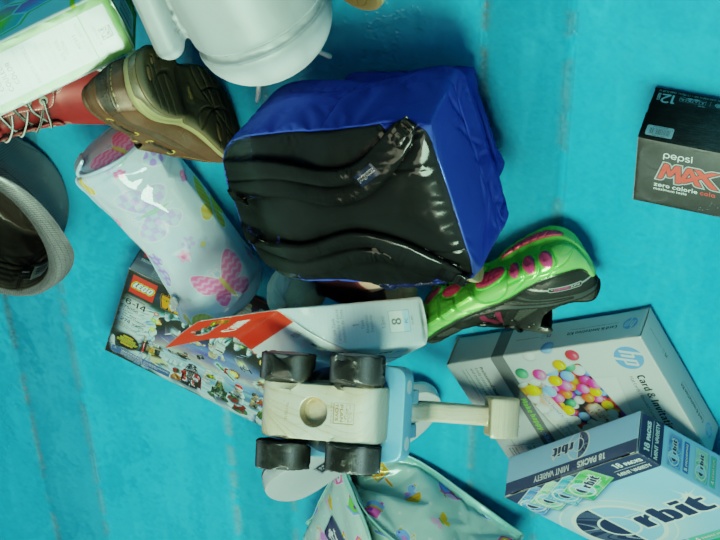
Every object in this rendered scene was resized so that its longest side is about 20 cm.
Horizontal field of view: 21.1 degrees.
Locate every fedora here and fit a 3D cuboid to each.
[{"bbox_3d":[-0.339,-0.068,1.782,0.176,0.091,0.200,-8,135,35],"label":"fedora"}]

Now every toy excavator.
[{"bbox_3d":[0.025,0.120,1.672,0.193,0.200,0.101,2,90,21],"label":"toy excavator"}]

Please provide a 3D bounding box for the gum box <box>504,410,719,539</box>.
[{"bbox_3d":[0.260,0.203,1.743,0.199,0.045,0.170,28,146,-29],"label":"gum box"}]

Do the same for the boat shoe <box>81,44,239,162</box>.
[{"bbox_3d":[-0.159,-0.131,1.586,0.067,0.073,0.200,-15,164,19],"label":"boat shoe"}]

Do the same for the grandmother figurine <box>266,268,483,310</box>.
[{"bbox_3d":[0.000,0.000,1.655,0.199,0.061,0.121,-17,131,33],"label":"grandmother figurine"}]

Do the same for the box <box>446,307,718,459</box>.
[{"bbox_3d":[0.199,0.113,1.732,0.199,0.041,0.156,-11,128,33],"label":"box"}]

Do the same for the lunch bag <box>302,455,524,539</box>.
[{"bbox_3d":[0.039,0.280,1.927,0.199,0.122,0.171,32,142,8],"label":"lunch bag"}]

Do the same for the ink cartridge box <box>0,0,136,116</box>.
[{"bbox_3d":[-0.281,-0.174,1.562,0.199,0.104,0.060,-26,114,5],"label":"ink cartridge box"}]

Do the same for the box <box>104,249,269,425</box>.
[{"bbox_3d":[-0.140,0.069,1.860,0.199,0.040,0.137,25,138,1],"label":"box"}]

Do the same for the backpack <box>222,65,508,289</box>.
[{"bbox_3d":[0.006,-0.076,1.535,0.199,0.168,0.163,-5,118,26],"label":"backpack"}]

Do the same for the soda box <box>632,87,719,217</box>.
[{"bbox_3d":[0.311,-0.077,1.463,0.199,0.064,0.071,13,137,16],"label":"soda box"}]

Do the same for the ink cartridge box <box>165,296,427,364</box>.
[{"bbox_3d":[-0.059,0.065,1.693,0.199,0.048,0.160,-6,171,-18],"label":"ink cartridge box"}]

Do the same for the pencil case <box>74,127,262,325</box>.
[{"bbox_3d":[-0.171,-0.042,1.728,0.090,0.083,0.200,-25,120,17],"label":"pencil case"}]

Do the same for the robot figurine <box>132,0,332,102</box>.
[{"bbox_3d":[-0.093,-0.224,1.479,0.169,0.113,0.201,-24,124,8],"label":"robot figurine"}]

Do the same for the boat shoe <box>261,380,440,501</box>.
[{"bbox_3d":[-0.013,0.150,1.854,0.200,0.066,0.072,-35,136,23],"label":"boat shoe"}]

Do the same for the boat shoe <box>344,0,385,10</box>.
[{"bbox_3d":[-0.021,-0.288,1.409,0.072,0.072,0.201,4,130,57],"label":"boat shoe"}]

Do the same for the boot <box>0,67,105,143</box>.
[{"bbox_3d":[-0.290,-0.127,1.657,0.199,0.145,0.073,9,136,17],"label":"boot"}]

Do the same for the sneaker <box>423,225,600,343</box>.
[{"bbox_3d":[0.123,0.030,1.661,0.084,0.077,0.199,44,139,-23],"label":"sneaker"}]
